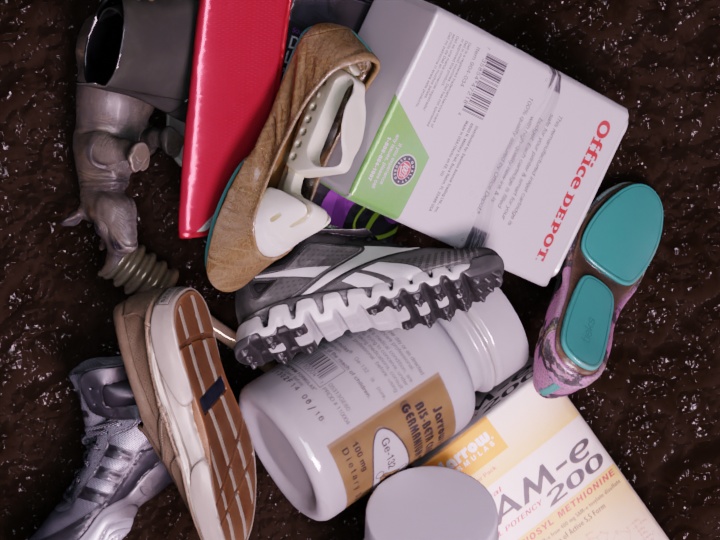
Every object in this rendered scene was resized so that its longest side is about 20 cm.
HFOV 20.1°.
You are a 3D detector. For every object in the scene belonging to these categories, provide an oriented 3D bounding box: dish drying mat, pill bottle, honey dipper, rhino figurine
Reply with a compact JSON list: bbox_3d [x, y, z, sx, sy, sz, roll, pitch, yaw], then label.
[{"bbox_3d":[-0.084,-0.121,1.391,0.076,0.018,0.202,-7,114,-38],"label":"dish drying mat"},{"bbox_3d":[0.020,0.084,1.489,0.199,0.114,0.115,-32,102,-19],"label":"pill bottle"},{"bbox_3d":[-0.104,0.048,1.518,0.200,0.038,0.038,38,91,-16],"label":"honey dipper"},{"bbox_3d":[0.051,0.247,1.490,0.112,0.114,0.201,-7,130,-8],"label":"pill bottle"},{"bbox_3d":[-0.174,-0.095,1.464,0.060,0.087,0.202,-2,103,-48],"label":"rhino figurine"}]

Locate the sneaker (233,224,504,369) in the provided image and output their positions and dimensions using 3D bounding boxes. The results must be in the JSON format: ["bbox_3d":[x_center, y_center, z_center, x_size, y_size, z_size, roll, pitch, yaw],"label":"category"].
[{"bbox_3d":[0.000,0.000,1.433,0.198,0.067,0.091,-15,65,5],"label":"sneaker"}]

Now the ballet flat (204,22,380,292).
[{"bbox_3d":[-0.040,-0.071,1.390,0.068,0.072,0.201,27,88,-53],"label":"ballet flat"}]

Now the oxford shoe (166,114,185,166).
[{"bbox_3d":[-0.084,-0.162,1.478,0.075,0.058,0.201,27,95,-14],"label":"oxford shoe"}]

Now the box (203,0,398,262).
[{"bbox_3d":[-0.021,-0.100,1.478,0.142,0.036,0.202,11,100,-31],"label":"box"}]

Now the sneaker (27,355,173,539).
[{"bbox_3d":[-0.193,0.131,1.497,0.200,0.075,0.114,-40,102,-8],"label":"sneaker"}]

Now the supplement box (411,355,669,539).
[{"bbox_3d":[0.141,0.182,1.556,0.126,0.074,0.200,-38,102,-3],"label":"supplement box"}]

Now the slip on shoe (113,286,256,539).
[{"bbox_3d":[-0.126,0.109,1.447,0.060,0.076,0.201,-6,111,25],"label":"slip on shoe"}]

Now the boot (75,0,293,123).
[{"bbox_3d":[-0.113,-0.202,1.383,0.138,0.077,0.202,11,89,-47],"label":"boot"}]

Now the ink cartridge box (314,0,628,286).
[{"bbox_3d":[0.076,-0.094,1.465,0.199,0.084,0.146,23,95,-36],"label":"ink cartridge box"}]

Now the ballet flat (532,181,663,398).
[{"bbox_3d":[0.168,0.015,1.521,0.069,0.071,0.201,37,51,-14],"label":"ballet flat"}]
